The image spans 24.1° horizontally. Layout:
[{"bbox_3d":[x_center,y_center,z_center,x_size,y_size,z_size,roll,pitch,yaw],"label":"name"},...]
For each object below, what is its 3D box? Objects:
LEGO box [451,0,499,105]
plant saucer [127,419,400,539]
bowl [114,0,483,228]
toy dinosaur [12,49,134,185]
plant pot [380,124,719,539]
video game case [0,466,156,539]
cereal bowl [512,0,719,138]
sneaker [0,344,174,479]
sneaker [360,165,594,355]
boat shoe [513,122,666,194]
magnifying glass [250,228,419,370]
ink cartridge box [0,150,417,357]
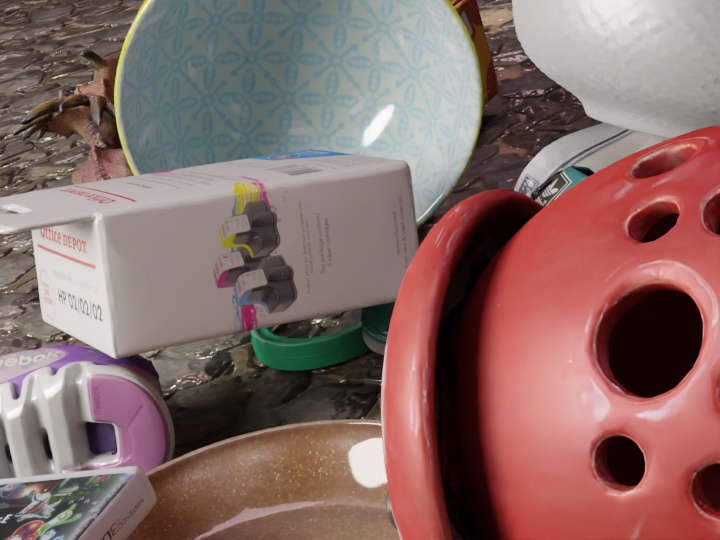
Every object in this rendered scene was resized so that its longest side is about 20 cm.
[{"bbox_3d":[-0.015,-0.111,1.132,0.148,0.078,0.200,-6,22,30],"label":"LEGO box"},{"bbox_3d":[-0.034,0.125,0.677,0.199,0.037,0.201,-10,24,4],"label":"plant saucer"},{"bbox_3d":[-0.035,-0.113,0.948,0.199,0.201,0.108,-12,31,3],"label":"bowl"},{"bbox_3d":[-0.147,-0.049,1.005,0.085,0.136,0.200,-20,25,-16],"label":"toy dinosaur"},{"bbox_3d":[0.120,0.051,0.572,0.182,0.201,0.200,-8,22,30],"label":"plant pot"},{"bbox_3d":[-0.204,0.147,0.681,0.199,0.023,0.182,-10,26,34],"label":"video game case"},{"bbox_3d":[0.173,-0.113,0.889,0.199,0.084,0.200,12,11,-2],"label":"cereal bowl"},{"bbox_3d":[-0.182,0.075,0.830,0.199,0.081,0.089,-5,17,7],"label":"sneaker"},{"bbox_3d":[0.092,-0.013,0.866,0.199,0.080,0.071,-14,24,-2],"label":"sneaker"},{"bbox_3d":[0.178,-0.061,0.969,0.199,0.071,0.070,-25,53,-36],"label":"boat shoe"},{"bbox_3d":[0.000,0.000,0.964,0.079,0.023,0.200,-2,25,25],"label":"magnifying glass"},{"bbox_3d":[-0.086,-0.009,0.812,0.199,0.068,0.115,-10,11,-25],"label":"ink cartridge box"}]
